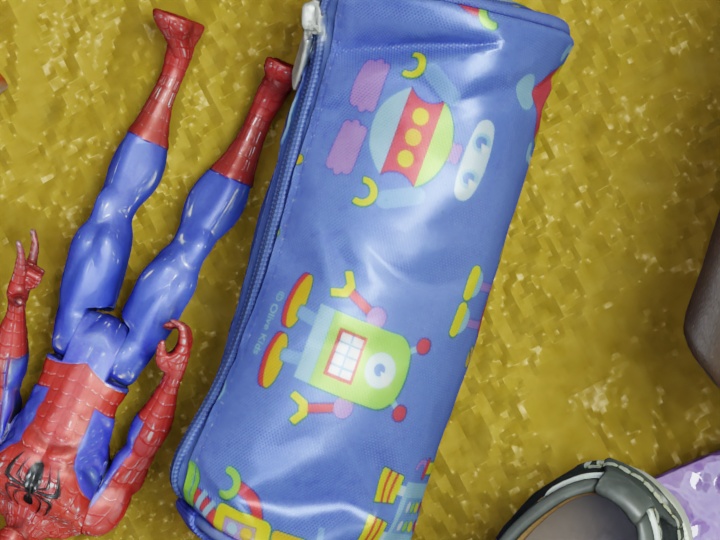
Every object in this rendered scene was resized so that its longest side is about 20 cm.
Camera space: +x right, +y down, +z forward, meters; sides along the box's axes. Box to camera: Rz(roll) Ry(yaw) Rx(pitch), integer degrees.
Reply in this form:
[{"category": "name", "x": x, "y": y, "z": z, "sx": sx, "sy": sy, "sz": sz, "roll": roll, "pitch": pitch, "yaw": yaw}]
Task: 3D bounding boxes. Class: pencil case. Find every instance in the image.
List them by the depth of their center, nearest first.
[{"category": "pencil case", "x": 0.000, "y": 0.000, "z": 0.832, "sx": 0.086, "sy": 0.078, "sz": 0.201, "roll": 17, "pitch": 92, "yaw": -16}]

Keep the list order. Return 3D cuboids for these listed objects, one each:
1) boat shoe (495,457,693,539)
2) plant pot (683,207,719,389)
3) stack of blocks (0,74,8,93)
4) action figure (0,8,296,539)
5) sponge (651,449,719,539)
[{"category": "boat shoe", "x": 0.032, "y": 0.146, "z": 0.800, "sx": 0.072, "sy": 0.068, "sz": 0.201, "roll": 31, "pitch": 91, "yaw": 6}, {"category": "plant pot", "x": 0.194, "y": -0.043, "z": 0.746, "sx": 0.200, "sy": 0.200, "sz": 0.199, "roll": 24, "pitch": 109, "yaw": 8}, {"category": "stack of blocks", "x": -0.209, "y": -0.122, "z": 0.846, "sx": 0.059, "sy": 0.115, "sz": 0.200, "roll": -39, "pitch": 83, "yaw": 6}, {"category": "action figure", "x": -0.082, "y": 0.017, "z": 0.862, "sx": 0.065, "sy": 0.052, "sz": 0.201, "roll": 23, "pitch": 95, "yaw": 4}, {"category": "sponge", "x": 0.084, "y": 0.129, "z": 0.844, "sx": 0.199, "sy": 0.030, "sz": 0.112, "roll": -23, "pitch": 85, "yaw": 7}]
